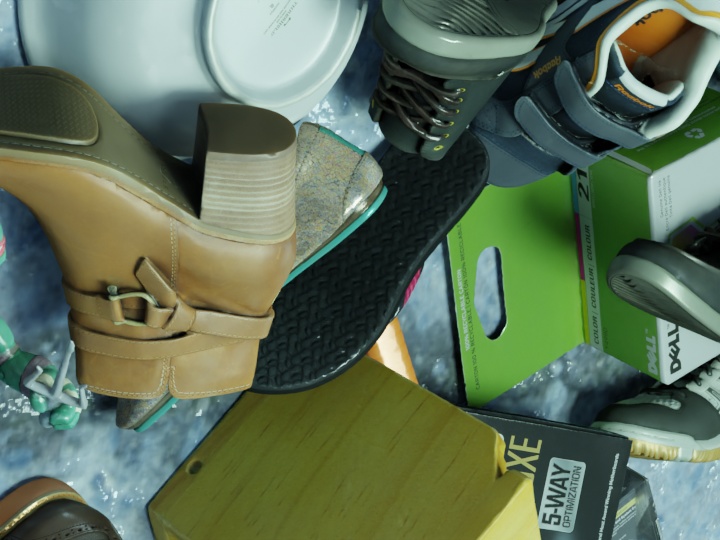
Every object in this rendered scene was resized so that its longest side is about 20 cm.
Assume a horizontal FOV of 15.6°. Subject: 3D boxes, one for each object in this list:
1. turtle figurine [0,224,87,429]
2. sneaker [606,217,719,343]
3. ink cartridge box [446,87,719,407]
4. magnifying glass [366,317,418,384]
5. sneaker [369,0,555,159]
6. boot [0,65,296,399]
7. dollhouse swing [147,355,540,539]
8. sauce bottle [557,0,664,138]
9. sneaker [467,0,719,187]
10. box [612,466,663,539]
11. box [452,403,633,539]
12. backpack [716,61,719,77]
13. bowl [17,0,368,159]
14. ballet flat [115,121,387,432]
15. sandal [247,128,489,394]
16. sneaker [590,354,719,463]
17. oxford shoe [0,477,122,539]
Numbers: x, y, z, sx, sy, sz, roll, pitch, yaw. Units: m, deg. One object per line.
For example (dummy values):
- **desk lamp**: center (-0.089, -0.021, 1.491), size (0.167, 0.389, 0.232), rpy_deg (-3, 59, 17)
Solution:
- **turtle figurine**: center (-0.204, 0.040, 1.237), size (0.149, 0.101, 0.200), rpy_deg (17, 120, -27)
- **sneaker**: center (0.215, -0.013, 1.516), size (0.200, 0.075, 0.107), rpy_deg (22, 89, -54)
- **ink cartridge box**: center (0.152, -0.003, 1.559), size (0.199, 0.076, 0.149), rpy_deg (-28, 126, -31)
- **magnifying glass**: center (0.037, 0.116, 1.475), size (0.079, 0.022, 0.201), rpy_deg (-23, 103, -21)
- **sneaker**: center (0.039, -0.100, 1.346), size (0.106, 0.075, 0.200), rpy_deg (-57, 171, 18)
- **boot**: center (-0.131, -0.014, 1.278), size (0.199, 0.077, 0.156), rpy_deg (4, 127, -10)
- **dollhouse swing**: center (0.012, 0.180, 1.432), size (0.182, 0.200, 0.176), rpy_deg (-49, 133, -13)
- **sauce bottle**: center (0.127, -0.156, 1.475), size (0.065, 0.065, 0.200), rpy_deg (-47, 131, -14)
- **sneaker**: center (0.126, -0.101, 1.430), size (0.078, 0.080, 0.200), rpy_deg (24, 128, -27)
- **box**: center (0.114, 0.237, 1.657), size (0.200, 0.049, 0.162), rpy_deg (-37, 131, -23)
- **box**: center (0.066, 0.181, 1.543), size (0.157, 0.050, 0.201), rpy_deg (12, 90, -32)
- **backpack**: center (0.273, -0.165, 1.557), size (0.167, 0.127, 0.200), rpy_deg (-36, 131, -9)
- **bowl**: center (-0.062, -0.138, 1.297), size (0.200, 0.090, 0.202), rpy_deg (-19, 122, -35)
- **ballet flat**: center (-0.074, -0.002, 1.358), size (0.067, 0.068, 0.200), rpy_deg (43, 104, -12)
- **sandal**: center (0.000, 0.000, 1.434), size (0.200, 0.075, 0.045), rpy_deg (-47, 164, -23)
- **sneaker**: center (0.217, 0.074, 1.670), size (0.199, 0.075, 0.088), rpy_deg (-5, 97, -44)
- **oxford shoe**: center (-0.201, 0.195, 1.340), size (0.200, 0.073, 0.071), rpy_deg (-49, 134, -12)
